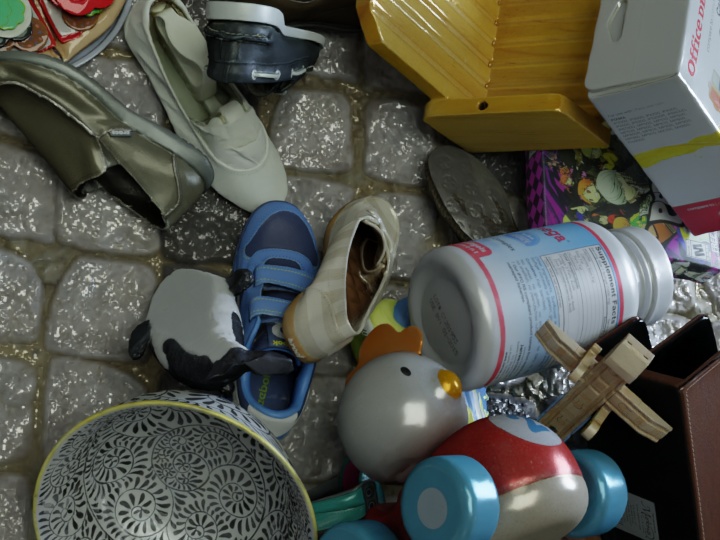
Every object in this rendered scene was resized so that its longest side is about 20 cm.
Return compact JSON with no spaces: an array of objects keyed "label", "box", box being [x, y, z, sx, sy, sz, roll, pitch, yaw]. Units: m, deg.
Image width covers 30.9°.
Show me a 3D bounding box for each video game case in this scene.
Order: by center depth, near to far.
[{"label":"video game case","box":[0.230,-0.100,1.156,0.179,0.036,0.203,12,63,-20]}]

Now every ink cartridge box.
[{"label":"ink cartridge box","box":[0.276,-0.148,1.080,0.200,0.083,0.147,41,52,-38]}]

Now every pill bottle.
[{"label":"pill bottle","box":[0.144,0.021,1.018,0.198,0.109,0.110,-11,80,-30]}]

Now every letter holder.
[{"label":"letter holder","box":[0.258,0.133,1.000,0.141,0.100,0.202,-29,117,-33]}]

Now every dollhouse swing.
[{"label":"dollhouse swing","box":[0.119,-0.230,1.077,0.179,0.176,0.202,0,66,26]}]

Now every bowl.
[{"label":"bowl","box":[-0.123,0.158,0.929,0.200,0.201,0.094,33,24,-9]}]

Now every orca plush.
[{"label":"orca plush","box":[-0.098,0.057,0.942,0.105,0.199,0.072,-42,117,-21]}]

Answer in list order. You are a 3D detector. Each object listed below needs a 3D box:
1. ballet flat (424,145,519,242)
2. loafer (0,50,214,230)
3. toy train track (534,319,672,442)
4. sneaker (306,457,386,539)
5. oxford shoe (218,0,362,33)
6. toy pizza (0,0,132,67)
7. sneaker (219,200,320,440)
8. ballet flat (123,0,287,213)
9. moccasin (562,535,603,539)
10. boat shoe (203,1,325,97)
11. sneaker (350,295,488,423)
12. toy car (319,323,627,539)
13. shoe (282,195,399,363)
[{"label":"ballet flat","box":[0.118,-0.018,1.114,0.067,0.046,0.201,-37,87,-30]},{"label":"loafer","box":[-0.208,-0.097,0.990,0.198,0.075,0.070,28,64,-12]},{"label":"toy train track","box":[0.150,0.107,0.946,0.114,0.200,0.033,41,57,7]},{"label":"sneaker","box":[0.020,0.201,0.999,0.197,0.083,0.123,-1,86,-19]},{"label":"oxford shoe","box":[-0.015,-0.245,1.096,0.198,0.084,0.073,-18,81,-25]},{"label":"toy pizza","box":[-0.274,-0.248,1.027,0.197,0.032,0.203,5,75,-19]},{"label":"sneaker","box":[-0.063,0.039,1.006,0.073,0.082,0.203,9,72,-16]},{"label":"ballet flat","box":[-0.121,-0.135,1.038,0.069,0.069,0.201,-33,90,-24]},{"label":"moccasin","box":[0.234,0.147,1.091,0.074,0.078,0.202,42,66,-6]},{"label":"boat shoe","box":[-0.078,-0.166,1.013,0.075,0.200,0.061,8,94,16]},{"label":"sneaker","box":[0.082,0.098,1.049,0.105,0.076,0.201,-33,89,-25]},{"label":"toy car","box":[0.051,0.116,0.911,0.183,0.177,0.202,5,53,-47]},{"label":"shoe","box":[0.000,0.000,1.014,0.070,0.053,0.201,52,35,-18]}]
